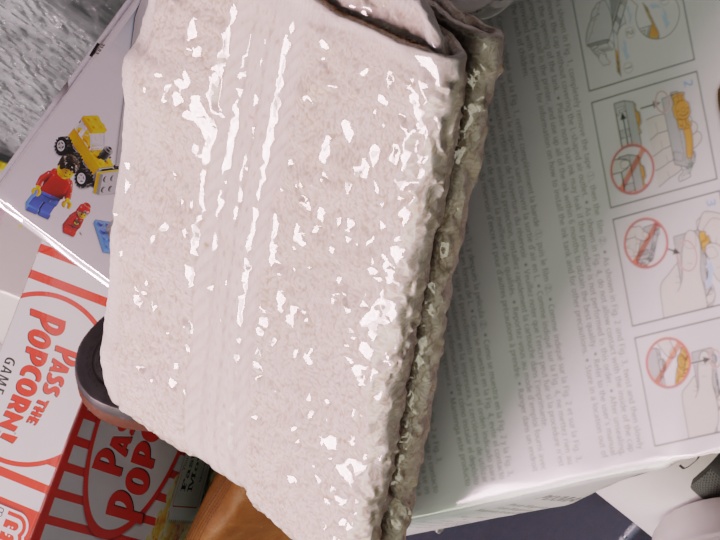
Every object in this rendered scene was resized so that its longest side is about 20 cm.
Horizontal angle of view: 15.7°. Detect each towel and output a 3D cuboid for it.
[{"bbox_3d":[-0.024,-0.011,0.801,0.132,0.034,0.201,34,128,37],"label":"towel"}]

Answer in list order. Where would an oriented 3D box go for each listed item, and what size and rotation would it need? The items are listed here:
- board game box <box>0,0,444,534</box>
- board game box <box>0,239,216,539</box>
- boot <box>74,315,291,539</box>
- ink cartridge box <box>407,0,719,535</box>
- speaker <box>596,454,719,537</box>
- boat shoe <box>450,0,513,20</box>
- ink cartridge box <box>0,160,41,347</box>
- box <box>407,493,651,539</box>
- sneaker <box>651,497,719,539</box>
[{"bbox_3d":[-0.016,-0.017,0.918,0.200,0.127,0.035,36,176,9],"label":"board game box"},{"bbox_3d":[-0.104,0.063,1.139,0.046,0.152,0.200,19,176,18],"label":"board game box"},{"bbox_3d":[-0.054,0.071,1.113,0.069,0.187,0.200,54,144,21],"label":"boot"},{"bbox_3d":[0.063,-0.010,0.829,0.199,0.164,0.057,-14,171,26],"label":"ink cartridge box"},{"bbox_3d":[0.129,0.066,0.996,0.081,0.082,0.200,13,165,32],"label":"speaker"},{"bbox_3d":[0.026,-0.110,0.798,0.199,0.074,0.065,17,155,52],"label":"boat shoe"},{"bbox_3d":[-0.174,0.000,1.265,0.199,0.068,0.116,19,157,19],"label":"ink cartridge box"},{"bbox_3d":[0.127,0.173,1.181,0.200,0.107,0.148,40,-179,-26],"label":"box"},{"bbox_3d":[0.203,0.157,0.946,0.199,0.116,0.074,10,140,-16],"label":"sneaker"}]
